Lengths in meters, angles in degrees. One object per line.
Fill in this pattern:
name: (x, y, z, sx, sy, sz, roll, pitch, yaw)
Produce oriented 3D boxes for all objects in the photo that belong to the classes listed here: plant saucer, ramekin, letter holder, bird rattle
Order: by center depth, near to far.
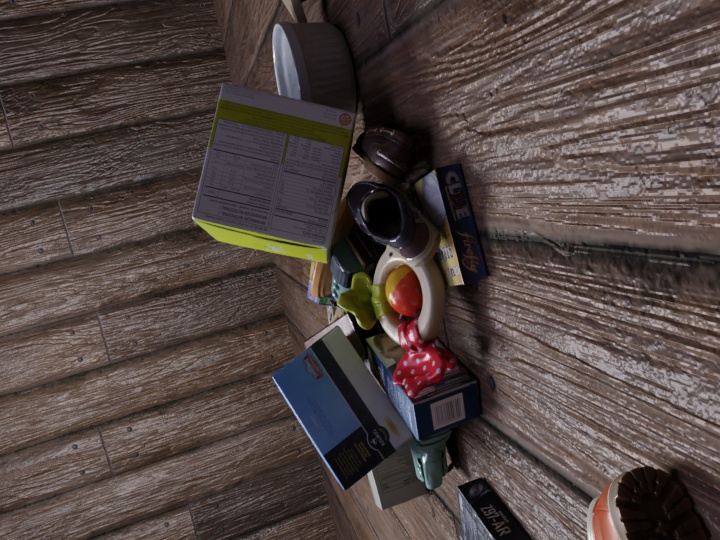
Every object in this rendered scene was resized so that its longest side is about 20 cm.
bird rattle: (0.055, 0.051, 0.776, 0.201, 0.110, 0.166, 55, 139, 48)
ramekin: (-0.080, -0.330, 1.049, 0.200, 0.102, 0.206, 166, 90, -76)
letter holder: (-0.002, 0.155, 1.100, 0.199, 0.099, 0.145, -37, 75, 56)
plant saucer: (-0.038, -0.041, 1.116, 0.200, 0.037, 0.205, 20, -91, -84)

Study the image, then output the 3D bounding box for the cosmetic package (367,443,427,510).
cosmetic package: (0.054, 0.357, 1.205, 0.071, 0.102, 0.205, 133, 123, -75)

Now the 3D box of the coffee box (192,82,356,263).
coffee box: (-0.123, -0.134, 0.917, 0.200, 0.194, 0.204, 121, 161, -84)

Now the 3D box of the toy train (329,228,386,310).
toy train: (0.000, 0.000, 1.018, 0.086, 0.112, 0.201, 56, 160, 20)

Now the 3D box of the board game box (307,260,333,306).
board game box: (-0.080, -0.031, 1.343, 0.135, 0.034, 0.206, -165, 82, -74)

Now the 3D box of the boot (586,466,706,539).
boot: (0.237, 0.265, 0.464, 0.108, 0.073, 0.205, 96, 164, -62)

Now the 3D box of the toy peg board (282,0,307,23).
toy peg board: (-0.121, -0.576, 1.048, 0.201, 0.096, 0.202, 68, 177, -49)

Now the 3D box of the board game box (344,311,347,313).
board game box: (0.000, 0.082, 1.256, 0.200, 0.046, 0.104, -150, 47, -71)

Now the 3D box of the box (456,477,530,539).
box: (0.193, 0.421, 0.829, 0.160, 0.042, 0.205, -137, 35, -65)

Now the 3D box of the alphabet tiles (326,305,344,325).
alphabet tiles: (-0.043, 0.018, 1.278, 0.170, 0.007, 0.203, -102, 26, -47)

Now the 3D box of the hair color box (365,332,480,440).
hair color box: (0.085, 0.153, 0.880, 0.200, 0.098, 0.062, -135, 31, -64)

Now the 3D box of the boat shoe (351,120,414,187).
boat shoe: (0.036, -0.171, 0.837, 0.071, 0.069, 0.201, -61, 18, 14)

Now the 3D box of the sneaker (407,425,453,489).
sneaker: (0.116, 0.271, 0.920, 0.201, 0.072, 0.121, 91, 168, -75)

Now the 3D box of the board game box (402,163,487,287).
board game box: (0.094, -0.045, 0.784, 0.200, 0.034, 0.139, 162, 94, -76)

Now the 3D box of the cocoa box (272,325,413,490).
cocoa box: (-0.030, 0.216, 0.941, 0.202, 0.130, 0.134, 54, 170, 11)

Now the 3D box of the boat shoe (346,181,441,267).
boat shoe: (0.029, -0.074, 0.758, 0.064, 0.072, 0.200, 36, -171, -37)
